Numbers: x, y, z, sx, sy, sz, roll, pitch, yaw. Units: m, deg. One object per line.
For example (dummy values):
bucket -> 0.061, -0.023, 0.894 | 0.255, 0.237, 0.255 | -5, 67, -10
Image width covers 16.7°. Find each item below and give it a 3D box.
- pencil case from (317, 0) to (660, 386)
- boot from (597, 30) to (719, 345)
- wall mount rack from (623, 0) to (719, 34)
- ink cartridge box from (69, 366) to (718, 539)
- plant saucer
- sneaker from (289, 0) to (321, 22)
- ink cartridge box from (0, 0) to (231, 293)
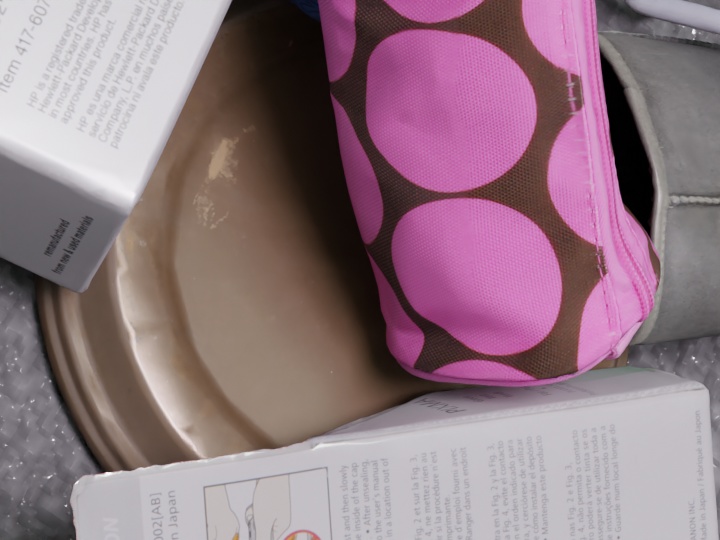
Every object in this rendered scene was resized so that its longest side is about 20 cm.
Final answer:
pencil case -> 0.034, -0.065, 0.658 | 0.091, 0.093, 0.201 | -49, 136, -46
boot -> 0.161, 0.006, 0.772 | 0.199, 0.073, 0.183 | -3, 65, -41
wall mount rack -> 0.131, -0.174, 0.754 | 0.074, 0.201, 0.174 | 16, 54, 23
ink cartridge box -> 0.012, 0.119, 0.692 | 0.199, 0.050, 0.162 | -6, 95, -24
plant saucer -> 0.000, 0.000, 0.741 | 0.199, 0.029, 0.201 | 6, 75, -24
sneaker -> 0.036, -0.155, 0.749 | 0.077, 0.085, 0.200 | 25, 59, 19
ink cartridge box -> -0.129, -0.108, 0.661 | 0.199, 0.084, 0.147 | 27, 68, -7
